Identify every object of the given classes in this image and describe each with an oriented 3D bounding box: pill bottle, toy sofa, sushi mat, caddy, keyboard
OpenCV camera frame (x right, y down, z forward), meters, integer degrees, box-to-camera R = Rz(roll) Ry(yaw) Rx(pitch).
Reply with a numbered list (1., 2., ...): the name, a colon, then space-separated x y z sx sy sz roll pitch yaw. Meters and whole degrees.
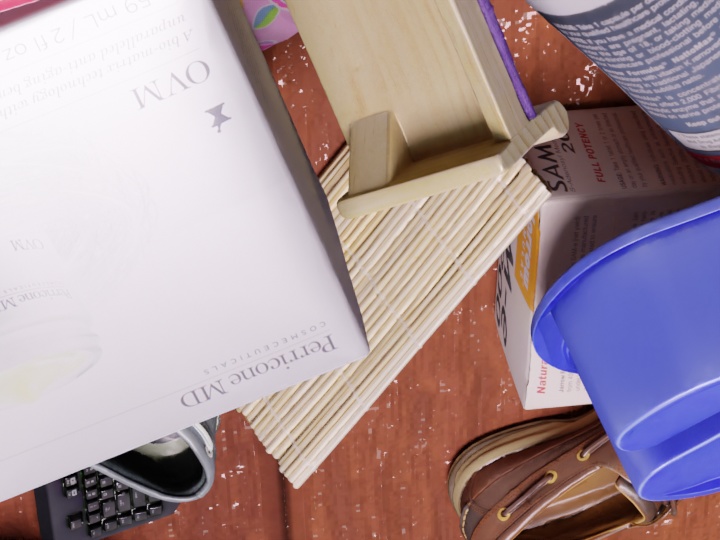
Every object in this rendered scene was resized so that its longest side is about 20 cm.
1. pill bottle: 0.127 -0.139 1.100 0.119 0.120 0.200 -39 125 19
2. toy sofa: 0.007 -0.131 1.042 0.082 0.098 0.201 -16 105 33
3. sushi mat: 0.000 0.000 1.207 0.200 0.096 0.012 -50 158 25
4. caddy: 0.174 0.015 1.147 0.199 0.105 0.142 -20 152 5
5. keyboard: -0.147 0.057 1.250 0.126 0.021 0.201 -13 129 -14

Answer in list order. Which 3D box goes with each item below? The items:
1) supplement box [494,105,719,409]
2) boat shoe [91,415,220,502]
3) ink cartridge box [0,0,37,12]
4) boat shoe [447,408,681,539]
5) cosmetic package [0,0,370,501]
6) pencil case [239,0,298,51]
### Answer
1. supplement box: 0.168 -0.012 1.237 0.199 0.074 0.127 -4 129 -8
2. boat shoe: -0.130 0.045 1.185 0.073 0.062 0.200 -32 138 18
3. ink cartridge box: -0.177 -0.173 0.961 0.144 0.201 0.085 -16 132 2
4. boat shoe: 0.143 0.098 1.322 0.199 0.068 0.072 -23 129 7
5. cosmetic package: -0.127 -0.034 1.021 0.198 0.123 0.201 -22 127 4
6. pencil case: -0.109 -0.097 1.107 0.199 0.088 0.088 -30 127 12
